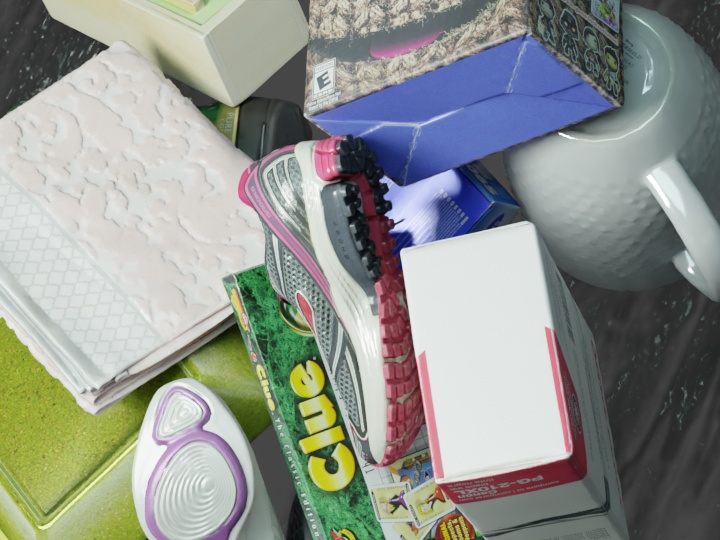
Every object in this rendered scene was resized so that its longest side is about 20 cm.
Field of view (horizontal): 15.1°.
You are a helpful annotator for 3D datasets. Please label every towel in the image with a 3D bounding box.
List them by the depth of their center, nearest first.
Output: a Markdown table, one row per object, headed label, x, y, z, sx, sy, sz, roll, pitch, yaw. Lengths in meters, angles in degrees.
| label | x | y | z | sx | sy | sz | roll | pitch | yaw |
| --- | --- | --- | --- | --- | --- | --- | --- | --- | --- |
| towel | -0.151 | -0.032 | 1.650 | 0.191 | 0.032 | 0.200 | -35 | 68 | -26 |

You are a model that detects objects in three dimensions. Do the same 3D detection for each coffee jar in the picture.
| label | x | y | z | sx | sy | sz | roll | pitch | yaw |
| --- | --- | --- | --- | --- | --- | --- | --- | --- | --- |
| coffee jar | -0.131 | -0.059 | 1.759 | 0.200 | 0.085 | 0.104 | 0 | 70 | 13 |

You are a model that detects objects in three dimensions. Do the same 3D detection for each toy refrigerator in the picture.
| label | x | y | z | sx | sy | sz | roll | pitch | yaw |
| --- | --- | --- | --- | --- | --- | --- | --- | --- | --- |
| toy refrigerator | -0.131 | -0.184 | 1.773 | 0.076 | 0.070 | 0.200 | -43 | 46 | -20 |

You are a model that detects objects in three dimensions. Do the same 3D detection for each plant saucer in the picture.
| label | x | y | z | sx | sy | sz | roll | pitch | yaw |
| --- | --- | --- | --- | --- | --- | --- | --- | --- | --- |
| plant saucer | -0.175 | 0.069 | 1.666 | 0.200 | 0.048 | 0.200 | -43 | 67 | 6 |

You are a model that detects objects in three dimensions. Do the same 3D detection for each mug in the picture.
| label | x | y | z | sx | sy | sz | roll | pitch | yaw |
| --- | --- | --- | --- | --- | --- | --- | --- | --- | --- |
| mug | 0.170 | -0.065 | 1.646 | 0.148 | 0.175 | 0.200 | -33 | 67 | -1 |

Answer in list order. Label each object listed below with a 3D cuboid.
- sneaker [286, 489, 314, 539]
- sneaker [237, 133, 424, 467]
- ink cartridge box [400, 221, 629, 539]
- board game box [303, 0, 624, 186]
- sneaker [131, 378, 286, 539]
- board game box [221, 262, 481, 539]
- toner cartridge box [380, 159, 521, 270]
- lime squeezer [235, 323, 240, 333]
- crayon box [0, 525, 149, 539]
| label | x | y | z | sx | sy | sz | roll | pitch | yaw |
| --- | --- | --- | --- | --- | --- | --- | --- | --- | --- |
| sneaker | 0.011 | 0.217 | 1.647 | 0.083 | 0.072 | 0.200 | -9 | 67 | -17 |
| sneaker | -0.010 | 0.019 | 1.582 | 0.075 | 0.081 | 0.200 | -9 | 104 | 24 |
| ink cartridge box | 0.093 | 0.077 | 1.598 | 0.084 | 0.200 | 0.145 | -12 | 68 | 11 |
| board game box | 0.061 | -0.175 | 1.582 | 0.159 | 0.097 | 0.200 | -20 | 54 | 32 |
| sneaker | -0.085 | 0.158 | 1.622 | 0.075 | 0.100 | 0.200 | -16 | 100 | 3 |
| board game box | -0.003 | 0.082 | 1.623 | 0.105 | 0.023 | 0.200 | -20 | 90 | -24 |
| toner cartridge box | 0.000 | 0.000 | 1.693 | 0.200 | 0.043 | 0.095 | -48 | 67 | 17 |
| lime squeezer | -0.083 | 0.049 | 1.684 | 0.071 | 0.038 | 0.200 | 13 | 84 | 23 |
| crayon box | -0.215 | 0.171 | 1.710 | 0.200 | 0.051 | 0.127 | -39 | 67 | -5 |
